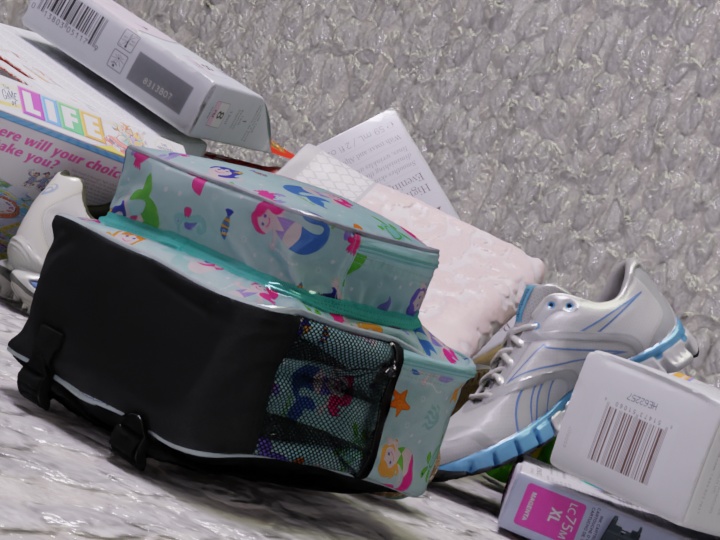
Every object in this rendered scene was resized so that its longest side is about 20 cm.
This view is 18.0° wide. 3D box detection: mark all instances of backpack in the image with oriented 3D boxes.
[{"bbox_3d":[-0.044,0.032,1.087,0.177,0.151,0.200,23,-2,42],"label":"backpack"}]

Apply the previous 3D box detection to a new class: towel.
[{"bbox_3d":[0.000,0.000,1.442,0.191,0.032,0.200,27,34,15],"label":"towel"}]

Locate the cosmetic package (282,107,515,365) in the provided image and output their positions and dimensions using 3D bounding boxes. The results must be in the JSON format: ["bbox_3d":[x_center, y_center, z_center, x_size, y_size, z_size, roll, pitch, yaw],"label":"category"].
[{"bbox_3d":[0.030,-0.007,1.680,0.200,0.101,0.074,59,-11,14],"label":"cosmetic package"}]

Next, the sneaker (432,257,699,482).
[{"bbox_3d":[0.103,0.057,1.368,0.087,0.200,0.075,64,-21,-7],"label":"sneaker"}]

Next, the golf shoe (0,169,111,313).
[{"bbox_3d":[-0.131,0.001,1.435,0.200,0.098,0.078,21,1,-43],"label":"golf shoe"}]

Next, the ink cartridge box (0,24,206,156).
[{"bbox_3d":[-0.216,-0.117,1.547,0.162,0.057,0.200,34,14,20],"label":"ink cartridge box"}]

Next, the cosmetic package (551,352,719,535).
[{"bbox_3d":[0.211,0.110,1.288,0.101,0.074,0.200,24,5,42],"label":"cosmetic package"}]

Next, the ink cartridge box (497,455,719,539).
[{"bbox_3d":[0.177,0.162,1.309,0.199,0.042,0.119,20,2,4],"label":"ink cartridge box"}]

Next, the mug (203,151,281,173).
[{"bbox_3d":[-0.175,-0.030,1.705,0.199,0.134,0.178,18,-35,1],"label":"mug"}]

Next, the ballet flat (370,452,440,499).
[{"bbox_3d":[-0.043,0.055,1.229,0.199,0.071,0.065,22,-39,21],"label":"ballet flat"}]

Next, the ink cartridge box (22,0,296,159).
[{"bbox_3d":[-0.129,-0.144,1.636,0.162,0.057,0.200,34,14,21],"label":"ink cartridge box"}]

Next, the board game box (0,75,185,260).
[{"bbox_3d":[-0.224,-0.055,1.427,0.200,0.134,0.034,21,38,-38],"label":"board game box"}]

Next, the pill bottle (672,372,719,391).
[{"bbox_3d":[0.265,0.152,1.476,0.199,0.112,0.112,24,3,19],"label":"pill bottle"}]

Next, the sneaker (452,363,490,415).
[{"bbox_3d":[0.019,0.073,1.483,0.112,0.071,0.200,28,7,34],"label":"sneaker"}]

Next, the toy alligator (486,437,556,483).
[{"bbox_3d":[0.131,0.106,1.422,0.059,0.054,0.200,26,-14,-16],"label":"toy alligator"}]
